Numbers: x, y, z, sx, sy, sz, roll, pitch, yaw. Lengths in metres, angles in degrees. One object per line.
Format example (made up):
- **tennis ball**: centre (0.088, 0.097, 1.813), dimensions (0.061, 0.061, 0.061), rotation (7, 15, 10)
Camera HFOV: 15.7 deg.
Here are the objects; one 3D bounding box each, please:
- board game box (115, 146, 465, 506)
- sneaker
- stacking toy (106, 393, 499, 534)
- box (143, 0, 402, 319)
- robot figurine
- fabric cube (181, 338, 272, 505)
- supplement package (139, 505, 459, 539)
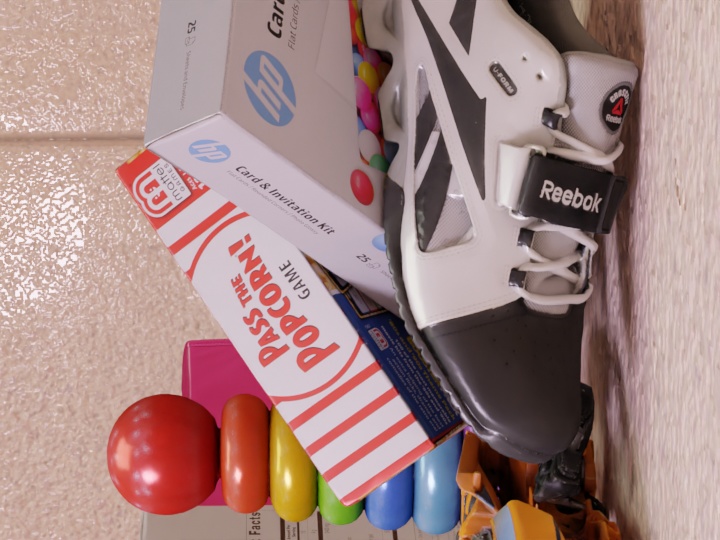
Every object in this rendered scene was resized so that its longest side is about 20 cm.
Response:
- **board game box**: centre (0.000, 0.000, 1.030), dimensions (0.152, 0.046, 0.200), rotation (56, -160, 5)
- **sneaker**: centre (0.058, -0.036, 0.905), dimensions (0.074, 0.088, 0.201), rotation (3, -108, -51)
- **stacking toy**: centre (-0.014, 0.083, 1.166), dimensions (0.085, 0.199, 0.086), rotation (179, 90, -87)
- **box**: centre (0.008, -0.068, 0.964), dimensions (0.200, 0.041, 0.156), rotation (34, -133, -38)
- **robot figurine**: centre (0.066, 0.128, 0.948), dimensions (0.200, 0.058, 0.145), rotation (-96, 7, -61)
- **fabric cube**: centre (-0.058, 0.184, 2.302), dimensions (0.196, 0.199, 0.200), rotation (99, 170, -70)
- **supplement package**: centre (-0.024, 0.208, 1.449), dimensions (0.120, 0.199, 0.122), rotation (-96, 5, -67)
